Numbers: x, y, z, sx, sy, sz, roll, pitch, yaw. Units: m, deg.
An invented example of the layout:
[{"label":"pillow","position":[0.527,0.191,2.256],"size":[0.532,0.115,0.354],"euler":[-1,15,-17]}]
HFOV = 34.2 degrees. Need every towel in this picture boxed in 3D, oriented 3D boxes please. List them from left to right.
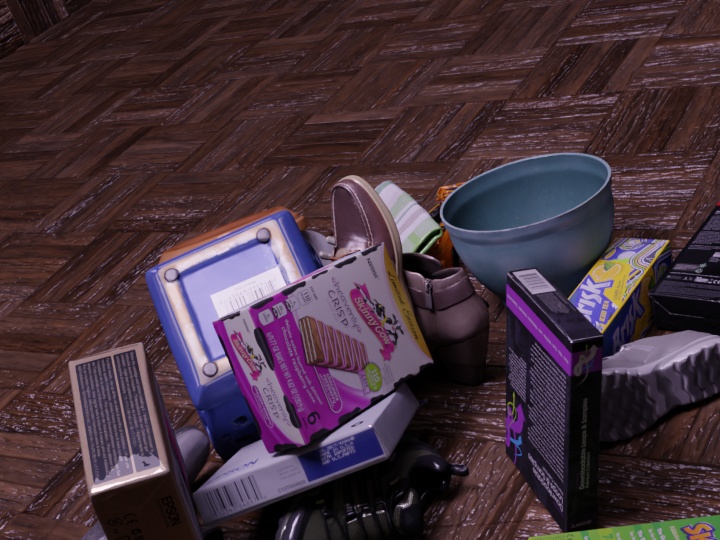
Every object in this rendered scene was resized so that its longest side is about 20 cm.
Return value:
[{"label":"towel","position":[0.022,-0.035,1.524],"size":[0.149,0.031,0.200],"euler":[-51,26,5]}]

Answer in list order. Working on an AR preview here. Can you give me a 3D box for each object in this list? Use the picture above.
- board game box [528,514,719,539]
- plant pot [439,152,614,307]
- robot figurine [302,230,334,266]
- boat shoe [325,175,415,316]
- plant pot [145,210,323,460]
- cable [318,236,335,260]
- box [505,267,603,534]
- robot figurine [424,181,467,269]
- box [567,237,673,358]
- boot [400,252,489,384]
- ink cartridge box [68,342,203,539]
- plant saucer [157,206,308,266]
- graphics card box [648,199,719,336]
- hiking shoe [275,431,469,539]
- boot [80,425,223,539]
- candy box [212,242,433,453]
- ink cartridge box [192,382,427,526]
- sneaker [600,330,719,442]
[{"label":"board game box","position":[0.236,0.249,0.963],"size":[0.199,0.030,0.096],"euler":[-13,29,18]},{"label":"plant pot","position":[0.205,-0.034,1.361],"size":[0.199,0.135,0.200],"euler":[-15,24,7]},{"label":"robot figurine","position":[-0.113,0.028,1.479],"size":[0.199,0.125,0.150],"euler":[-21,31,-1]},{"label":"boat shoe","position":[0.000,0.000,1.239],"size":[0.072,0.201,0.072],"euler":[-16,3,-41]},{"label":"plant pot","position":[-0.112,0.063,1.271],"size":[0.199,0.180,0.201],"euler":[-23,65,-4]},{"label":"cable","position":[0.055,0.001,1.350],"size":[0.097,0.199,0.051],"euler":[-29,50,61]},{"label":"box","position":[0.172,0.117,1.056],"size":[0.036,0.201,0.143],"euler":[-8,26,-13]},{"label":"robot figurine","position":[0.137,-0.060,1.534],"size":[0.144,0.058,0.200],"euler":[-11,30,17]},{"label":"box","position":[0.269,0.045,1.261],"size":[0.070,0.065,0.200],"euler":[5,38,39]},{"label":"boot","position":[0.059,0.050,1.298],"size":[0.199,0.147,0.070],"euler":[4,32,36]},{"label":"ink cartridge box","position":[-0.198,0.194,1.070],"size":[0.075,0.201,0.165],"euler":[-16,43,-7]},{"label":"plant saucer","position":[-0.161,-0.034,1.427],"size":[0.199,0.038,0.200],"euler":[-21,8,3]},{"label":"graphics card box","position":[0.413,-0.006,1.269],"size":[0.125,0.051,0.200],"euler":[7,37,40]},{"label":"hiking shoe","position":[0.008,0.224,1.102],"size":[0.200,0.076,0.100],"euler":[-37,28,-29]},{"label":"boot","position":[-0.185,0.254,1.200],"size":[0.131,0.070,0.200],"euler":[9,51,38]},{"label":"candy box","position":[-0.030,0.070,1.124],"size":[0.061,0.137,0.200],"euler":[-19,6,43]},{"label":"ink cartridge box","position":[-0.044,0.171,1.159],"size":[0.199,0.041,0.200],"euler":[-24,3,16]},{"label":"sneaker","position":[0.268,0.111,1.155],"size":[0.199,0.075,0.082],"euler":[-15,17,-10]}]
